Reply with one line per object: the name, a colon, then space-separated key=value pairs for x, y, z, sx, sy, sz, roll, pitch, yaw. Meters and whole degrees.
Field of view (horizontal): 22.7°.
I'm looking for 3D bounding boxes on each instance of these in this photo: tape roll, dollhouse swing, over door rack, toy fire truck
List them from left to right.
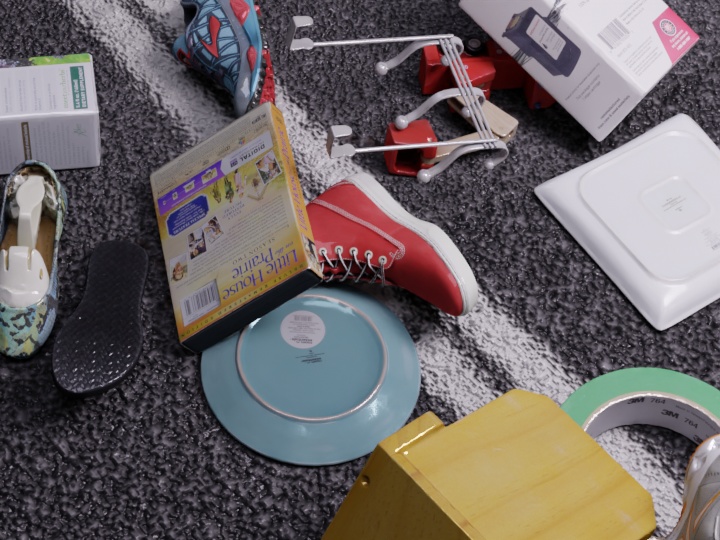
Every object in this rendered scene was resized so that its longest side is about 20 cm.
over door rack: x=0.028 y=-0.159 z=1.691 sx=0.199 sy=0.067 sz=0.148 roll=1 pitch=52 yaw=-32
toy fire truck: x=0.116 y=-0.166 z=1.788 sx=0.198 sy=0.049 sz=0.142 roll=-5 pitch=54 yaw=-9
dollhouse swing: x=0.109 y=0.226 z=1.472 sx=0.200 sy=0.182 sz=0.175 roll=43 pitch=31 yaw=24
tape roll: x=0.253 y=0.179 z=1.543 sx=0.199 sy=0.048 sz=0.202 roll=3 pitch=53 yaw=-4

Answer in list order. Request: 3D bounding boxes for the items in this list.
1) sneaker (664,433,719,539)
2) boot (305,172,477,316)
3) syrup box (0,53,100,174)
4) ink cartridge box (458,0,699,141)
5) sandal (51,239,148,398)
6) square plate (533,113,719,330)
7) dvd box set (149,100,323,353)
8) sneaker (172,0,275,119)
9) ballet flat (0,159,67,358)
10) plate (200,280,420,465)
sneaker: x=0.278 y=0.234 z=1.417 sx=0.075 sy=0.202 sz=0.092 roll=9 pitch=14 yaw=-14
boot: x=0.000 y=0.000 z=1.631 sx=0.144 sy=0.073 sz=0.200 roll=-28 pitch=48 yaw=-28
syrup box: x=-0.351 y=-0.145 z=1.712 sx=0.198 sy=0.082 sz=0.079 roll=-5 pitch=53 yaw=-10
ink cartridge box: x=0.217 y=-0.249 z=1.783 sx=0.200 sy=0.084 sz=0.145 roll=45 pitch=44 yaw=3
sandal: x=-0.227 y=0.050 z=1.607 sx=0.074 sy=0.045 sz=0.201 roll=12 pitch=38 yaw=-3
square plate: x=0.303 y=-0.058 z=1.737 sx=0.199 sy=0.029 sz=0.198 roll=-27 pitch=59 yaw=-22
dvd box set: x=-0.116 y=-0.041 z=1.637 sx=0.146 sy=0.029 sz=0.201 roll=-31 pitch=51 yaw=19
sneaker: x=-0.138 y=-0.209 z=1.794 sx=0.095 sy=0.080 sz=0.201 roll=-12 pitch=46 yaw=-2
ballet flat: x=-0.306 y=-0.018 z=1.629 sx=0.074 sy=0.074 sz=0.201 roll=0 pitch=53 yaw=-5
plate: x=-0.044 y=0.082 z=1.604 sx=0.198 sy=0.026 sz=0.201 roll=2 pitch=54 yaw=-3
